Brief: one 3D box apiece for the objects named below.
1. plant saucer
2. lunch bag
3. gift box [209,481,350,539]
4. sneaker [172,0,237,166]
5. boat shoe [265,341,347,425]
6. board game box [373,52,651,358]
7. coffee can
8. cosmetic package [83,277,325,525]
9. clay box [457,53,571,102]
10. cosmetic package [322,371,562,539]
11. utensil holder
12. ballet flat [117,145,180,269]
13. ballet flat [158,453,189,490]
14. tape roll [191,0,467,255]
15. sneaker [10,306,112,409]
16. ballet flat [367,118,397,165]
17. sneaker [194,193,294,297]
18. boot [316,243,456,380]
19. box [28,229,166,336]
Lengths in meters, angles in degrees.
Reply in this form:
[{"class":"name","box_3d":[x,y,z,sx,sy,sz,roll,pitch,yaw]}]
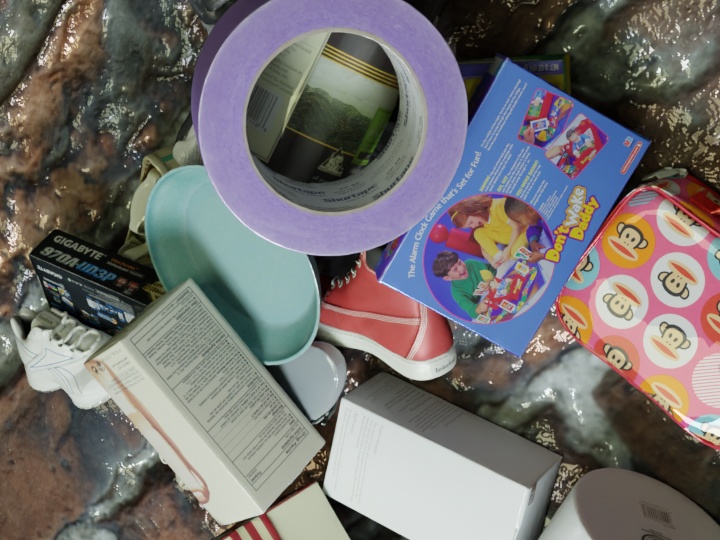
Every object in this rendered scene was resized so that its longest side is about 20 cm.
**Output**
[{"class":"plant saucer","box_3d":[-0.107,-0.010,1.156,0.199,0.036,0.201,21,130,27]},{"class":"lunch bag","box_3d":[0.270,0.021,1.011,0.200,0.082,0.176,42,122,15]},{"class":"gift box","box_3d":[-0.080,0.330,1.235,0.187,0.184,0.200,59,163,4]},{"class":"sneaker","box_3d":[-0.123,-0.193,1.180,0.114,0.075,0.200,40,96,26]},{"class":"boat shoe","box_3d":[-0.055,0.120,1.245,0.074,0.068,0.200,51,139,15]},{"class":"board game box","box_3d":[0.118,-0.051,1.025,0.134,0.045,0.200,28,101,-10]},{"class":"coffee can","box_3d":[-0.031,-0.174,1.070,0.146,0.146,0.201,32,103,20]},{"class":"cosmetic package","box_3d":[-0.141,0.121,1.180,0.200,0.103,0.087,52,141,-7]},{"class":"clay box","box_3d":[0.120,-0.076,1.082,0.114,0.048,0.201,-1,104,16]},{"class":"cosmetic package","box_3d":[0.073,0.189,1.194,0.199,0.081,0.113,25,117,23]},{"class":"utensil holder","box_3d":[0.204,0.293,1.089,0.170,0.170,0.200,36,120,18]},{"class":"ballet flat","box_3d":[-0.215,-0.036,1.314,0.069,0.069,0.201,30,119,21]},{"class":"ballet flat","box_3d":[-0.164,0.178,1.300,0.068,0.072,0.200,51,170,48]},{"class":"tape roll","box_3d":[-0.025,-0.118,0.966,0.199,0.085,0.201,-4,110,-10]},{"class":"sneaker","box_3d":[-0.295,0.084,1.317,0.199,0.075,0.087,2,127,42]},{"class":"ballet flat","box_3d":[0.017,-0.107,1.162,0.199,0.057,0.067,20,97,20]},{"class":"sneaker","box_3d":[-0.115,-0.053,1.207,0.200,0.082,0.077,61,140,24]},{"class":"boot","box_3d":[0.000,0.000,1.151,0.200,0.072,0.145,20,132,45]},{"class":"box","box_3d":[-0.235,0.055,1.329,0.199,0.046,0.159,20,142,27]}]
